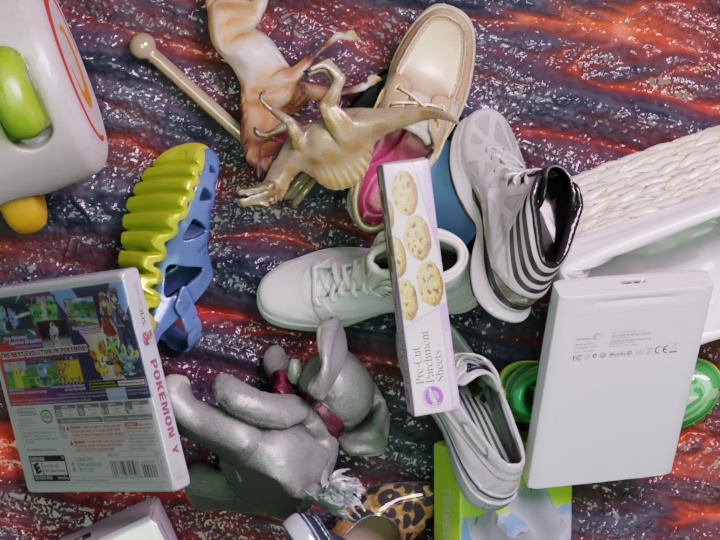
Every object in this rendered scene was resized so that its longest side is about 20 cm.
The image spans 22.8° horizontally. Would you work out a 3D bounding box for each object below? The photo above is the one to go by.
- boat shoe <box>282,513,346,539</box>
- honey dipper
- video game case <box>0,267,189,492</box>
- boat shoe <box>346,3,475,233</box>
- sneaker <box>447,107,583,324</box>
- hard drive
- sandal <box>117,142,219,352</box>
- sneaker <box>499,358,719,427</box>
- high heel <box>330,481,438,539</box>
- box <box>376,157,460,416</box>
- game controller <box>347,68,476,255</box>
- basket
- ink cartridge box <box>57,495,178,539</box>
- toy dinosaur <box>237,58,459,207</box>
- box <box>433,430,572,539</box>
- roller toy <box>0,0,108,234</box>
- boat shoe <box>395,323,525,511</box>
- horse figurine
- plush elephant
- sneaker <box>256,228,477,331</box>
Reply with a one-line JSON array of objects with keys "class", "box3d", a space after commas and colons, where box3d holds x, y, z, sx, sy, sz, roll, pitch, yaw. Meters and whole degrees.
[{"class": "boat shoe", "box3d": [0.018, 0.249, 1.458, 0.091, 0.071, 0.201, -38, 120, -4]}, {"class": "honey dipper", "box3d": [-0.120, -0.131, 1.531, 0.200, 0.038, 0.038, 40, 94, -3]}, {"class": "video game case", "box3d": [-0.234, 0.096, 1.495, 0.199, 0.023, 0.184, -6, 100, 43]}, {"class": "boat shoe", "box3d": [0.044, -0.120, 1.478, 0.073, 0.069, 0.202, 19, 103, -1]}, {"class": "sneaker", "box3d": [0.135, -0.068, 1.437, 0.075, 0.115, 0.202, 13, 52, -27]}, {"class": "hard drive", "box3d": [0.209, 0.091, 1.468, 0.130, 0.027, 0.202, -4, 126, -13]}, {"class": "sandal", "box3d": [-0.161, -0.010, 1.532, 0.087, 0.079, 0.202, 20, 88, -41]}, {"class": "sneaker", "box3d": [0.217, 0.113, 1.547, 0.198, 0.084, 0.075, -3, 97, -2]}, {"class": "high heel", "box3d": [-0.001, 0.261, 1.522, 0.199, 0.143, 0.072, -28, 118, 5]}, {"class": "box", "box3d": [0.046, 0.013, 1.417, 0.041, 0.039, 0.202, -7, 92, -7]}, {"class": "game controller", "box3d": [0.068, -0.079, 1.540, 0.200, 0.042, 0.105, 41, 94, -5]}, {"class": "basket", "box3d": [0.250, -0.021, 1.492, 0.198, 0.124, 0.136, -20, 129, -1]}, {"class": "ink cartridge box", "box3d": [-0.236, 0.307, 1.551, 0.198, 0.084, 0.147, -24, 97, 0]}, {"class": "toy dinosaur", "box3d": [-0.017, -0.119, 1.456, 0.199, 0.058, 0.102, -24, 94, 19]}, {"class": "box", "box3d": [0.123, 0.245, 1.556, 0.121, 0.048, 0.202, -4, 97, -29]}, {"class": "roller toy", "box3d": [-0.296, -0.144, 1.449, 0.138, 0.200, 0.184, -20, 62, 0]}, {"class": "boat shoe", "box3d": [0.093, 0.101, 1.500, 0.073, 0.067, 0.201, -6, 53, -31]}, {"class": "horse figurine", "box3d": [-0.075, -0.193, 1.508, 0.132, 0.050, 0.201, -30, 88, 5]}, {"class": "plush elephant", "box3d": [-0.055, 0.120, 1.513, 0.198, 0.155, 0.166, 12, 142, 28]}, {"class": "sneaker", "box3d": [0.000, 0.000, 1.496, 0.198, 0.116, 0.074, -7, 73, 8]}]
